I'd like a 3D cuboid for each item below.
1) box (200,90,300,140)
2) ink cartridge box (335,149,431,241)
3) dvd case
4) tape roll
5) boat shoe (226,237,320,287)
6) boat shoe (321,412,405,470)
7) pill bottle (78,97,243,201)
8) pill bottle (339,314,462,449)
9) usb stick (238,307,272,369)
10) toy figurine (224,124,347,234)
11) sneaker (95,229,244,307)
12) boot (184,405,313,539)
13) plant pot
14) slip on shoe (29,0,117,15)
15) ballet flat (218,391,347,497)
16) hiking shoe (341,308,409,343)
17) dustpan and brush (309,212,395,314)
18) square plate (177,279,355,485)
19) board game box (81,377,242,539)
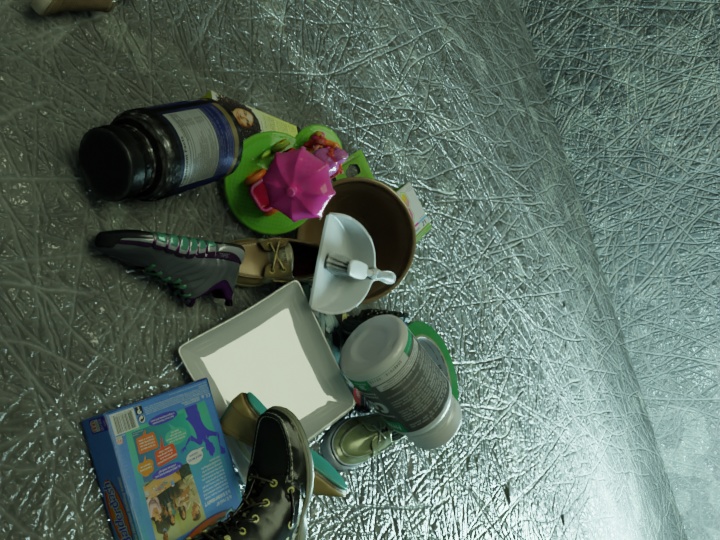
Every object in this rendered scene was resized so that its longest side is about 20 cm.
[{"bbox_3d":[-0.168,-0.209,1.060,0.199,0.050,0.076,9,65,-55],"label":"box"},{"bbox_3d":[0.042,-0.137,1.306,0.202,0.075,0.148,64,33,-11],"label":"ink cartridge box"},{"bbox_3d":[-0.037,0.127,1.064,0.200,0.022,0.148,43,40,-51],"label":"dvd case"},{"bbox_3d":[0.110,0.197,1.247,0.200,0.048,0.203,33,47,-43],"label":"tape roll"},{"bbox_3d":[-0.117,-0.018,0.981,0.198,0.066,0.075,-3,78,-40],"label":"boat shoe"},{"bbox_3d":[0.020,0.250,1.056,0.199,0.062,0.073,-12,75,-52],"label":"boat shoe"},{"bbox_3d":[-0.247,-0.151,0.854,0.200,0.111,0.113,-34,101,-56],"label":"pill bottle"},{"bbox_3d":[0.065,0.169,1.002,0.201,0.112,0.114,52,36,-30],"label":"pill bottle"},{"bbox_3d":[-0.116,0.144,0.954,0.201,0.032,0.056,59,26,-17],"label":"usb stick"},{"bbox_3d":[-0.076,-0.132,0.941,0.199,0.184,0.151,-36,110,-15],"label":"toy figurine"},{"bbox_3d":[-0.229,0.001,0.838,0.198,0.074,0.089,8,89,-44],"label":"sneaker"},{"bbox_3d":[-0.123,0.262,0.735,0.153,0.073,0.207,-3,95,-57],"label":"boot"},{"bbox_3d":[-0.014,-0.052,1.121,0.202,0.199,0.093,60,-8,-13],"label":"plant pot"},{"bbox_3d":[-0.341,-0.362,0.871,0.061,0.076,0.201,47,31,-20],"label":"slip on shoe"},{"bbox_3d":[-0.100,0.234,0.858,0.200,0.063,0.069,47,-1,-18],"label":"ballet flat"},{"bbox_3d":[0.022,0.112,1.112,0.199,0.073,0.088,-8,101,-63],"label":"hiking shoe"},{"bbox_3d":[0.000,0.000,1.013,0.200,0.056,0.142,15,85,-69],"label":"dustpan and brush"},{"bbox_3d":[-0.120,0.144,0.902,0.197,0.028,0.202,-31,100,-34],"label":"square plate"},{"bbox_3d":[-0.208,0.238,0.755,0.151,0.045,0.203,-11,82,-58],"label":"board game box"}]
